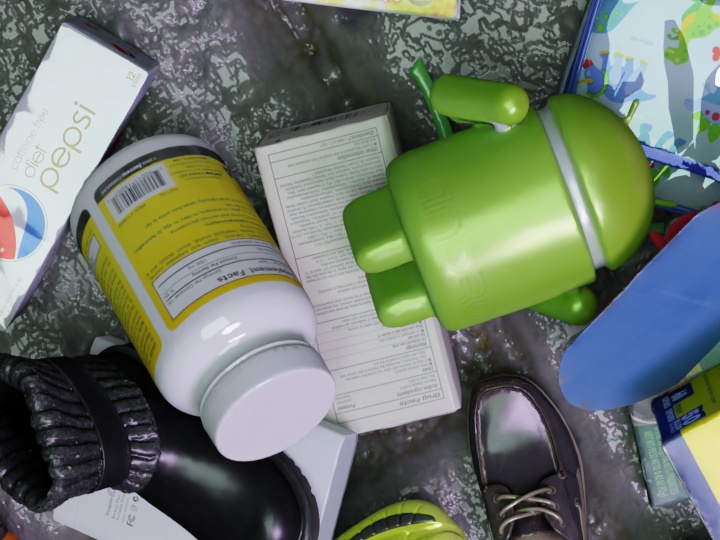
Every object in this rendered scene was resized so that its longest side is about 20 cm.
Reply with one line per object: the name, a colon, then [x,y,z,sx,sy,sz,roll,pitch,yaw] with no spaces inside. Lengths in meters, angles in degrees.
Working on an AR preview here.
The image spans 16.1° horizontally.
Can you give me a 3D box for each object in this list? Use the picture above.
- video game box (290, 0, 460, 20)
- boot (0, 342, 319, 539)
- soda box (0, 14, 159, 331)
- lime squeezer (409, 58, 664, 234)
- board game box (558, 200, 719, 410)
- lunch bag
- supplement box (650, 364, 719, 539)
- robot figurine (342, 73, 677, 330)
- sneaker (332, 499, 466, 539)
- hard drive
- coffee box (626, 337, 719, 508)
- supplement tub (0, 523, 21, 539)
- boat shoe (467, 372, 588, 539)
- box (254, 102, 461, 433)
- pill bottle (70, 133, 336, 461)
video game box: [-0.023,-0.264,1.641,0.198,0.047,0.184,7,99,2]
boot: [-0.139,0.126,1.598,0.211,0.158,0.080,36,108,22]
soda box: [-0.211,-0.065,1.677,0.068,0.064,0.201,30,99,-2]
lime squeezer: [0.102,-0.054,1.686,0.199,0.038,0.071,33,69,-3]
board game box: [0.196,0.006,1.593,0.200,0.158,0.039,-48,59,20]
lunch bag: [0.229,-0.109,1.642,0.199,0.082,0.162,19,104,0]
supplement box: [0.298,0.095,1.614,0.199,0.109,0.110,-29,98,7]
robot figurine: [0.092,-0.036,1.570,0.199,0.116,0.176,-21,118,3]
sneaker: [-0.016,0.211,1.709,0.199,0.083,0.075,-17,66,24]
hard drive: [-0.105,0.137,1.685,0.199,0.027,0.133,20,102,26]
coffee box: [0.275,0.074,1.690,0.198,0.044,0.124,-13,99,5]
supplement tub: [-0.294,0.196,1.706,0.200,0.107,0.107,40,100,-4]
boat shoe: [0.121,0.166,1.698,0.074,0.073,0.202,-17,99,5]
box: [0.000,0.000,1.671,0.094,0.078,0.202,-12,100,5]
pill bottle: [-0.097,0.018,1.616,0.112,0.112,0.201,-38,58,9]
